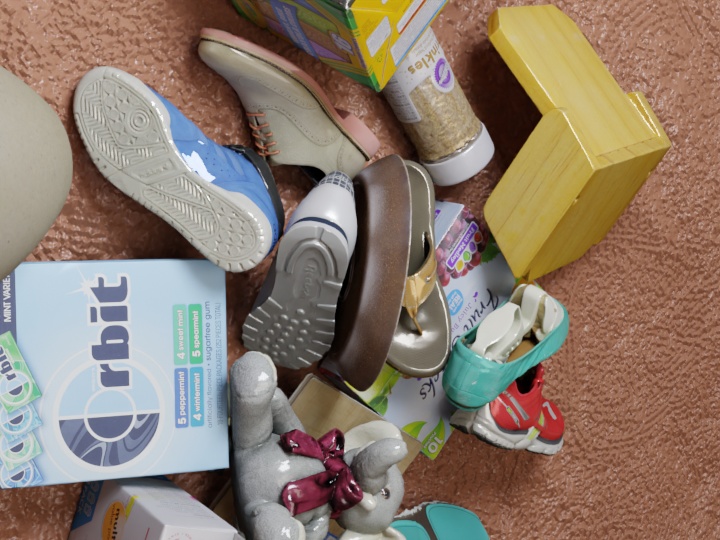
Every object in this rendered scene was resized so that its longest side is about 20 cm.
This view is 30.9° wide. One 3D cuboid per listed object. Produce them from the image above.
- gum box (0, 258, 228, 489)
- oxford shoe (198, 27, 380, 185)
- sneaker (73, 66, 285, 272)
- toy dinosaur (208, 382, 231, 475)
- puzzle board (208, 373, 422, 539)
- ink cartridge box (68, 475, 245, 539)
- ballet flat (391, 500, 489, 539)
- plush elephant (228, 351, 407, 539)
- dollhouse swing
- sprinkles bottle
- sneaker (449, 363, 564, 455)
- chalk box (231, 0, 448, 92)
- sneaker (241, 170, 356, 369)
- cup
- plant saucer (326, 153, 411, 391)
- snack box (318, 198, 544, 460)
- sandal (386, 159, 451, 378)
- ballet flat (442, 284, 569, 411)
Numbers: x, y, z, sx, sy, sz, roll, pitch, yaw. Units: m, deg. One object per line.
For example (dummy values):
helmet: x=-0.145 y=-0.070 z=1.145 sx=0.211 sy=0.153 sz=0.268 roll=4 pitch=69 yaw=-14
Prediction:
gum box: x=-0.204 y=0.077 z=1.027 sx=0.198 sy=0.044 sz=0.172 roll=-1 pitch=91 yaw=-25
oxford shoe: x=-0.066 y=-0.129 z=1.092 sx=0.199 sy=0.071 sz=0.074 roll=35 pitch=83 yaw=-34
sneaker: x=-0.141 y=-0.086 z=1.056 sx=0.200 sy=0.111 sz=0.077 roll=42 pitch=105 yaw=0
toy dinosaur: x=-0.128 y=0.129 z=1.122 sx=0.199 sy=0.047 sz=0.089 roll=24 pitch=80 yaw=-38
puzzle board: x=-0.054 y=0.204 z=1.178 sx=0.150 sy=0.017 sz=0.201 roll=35 pitch=95 yaw=-35
ink cartridge box: x=-0.164 y=0.237 z=1.024 sx=0.067 sy=0.199 sz=0.116 roll=14 pitch=92 yaw=-34
ballet flat: x=0.049 y=0.262 z=1.253 sx=0.199 sy=0.071 sz=0.073 roll=12 pitch=94 yaw=-54
plush elephant: x=-0.026 y=0.176 z=1.076 sx=0.153 sy=0.166 sz=0.201 roll=-6 pitch=148 yaw=-12
dollhouse swing: x=0.169 y=-0.124 z=1.231 sx=0.199 sy=0.176 sz=0.182 roll=-21 pitch=149 yaw=-56
sprinkles bottle: x=0.049 y=-0.172 z=1.161 sx=0.068 sy=0.068 sz=0.201 roll=-43 pitch=120 yaw=-19
sneaker: x=0.158 y=0.127 z=1.256 sx=0.200 sy=0.077 sz=0.086 roll=14 pitch=99 yaw=-64
chalk box: x=-0.039 y=-0.257 z=1.031 sx=0.125 sy=0.199 sz=0.124 roll=-52 pitch=156 yaw=-11
sneaker: x=-0.045 y=0.007 z=1.096 sx=0.076 sy=0.201 sz=0.081 roll=20 pitch=47 yaw=-9
cup: x=-0.285 y=-0.070 z=0.904 sx=0.143 sy=0.198 sz=0.203 roll=-20 pitch=114 yaw=-60
plant saucer: x=0.000 y=0.000 z=1.097 sx=0.032 sy=0.200 sz=0.203 roll=7 pitch=97 yaw=-13
snack box: x=0.070 y=0.056 z=1.233 sx=0.142 sy=0.053 sz=0.201 roll=43 pitch=76 yaw=-34
sandal: x=0.040 y=-0.006 z=1.153 sx=0.079 sy=0.054 sz=0.202 roll=-2 pitch=77 yaw=-2
ballet flat: x=0.142 y=0.054 z=1.172 sx=0.200 sy=0.067 sz=0.071 roll=-37 pitch=150 yaw=-47
